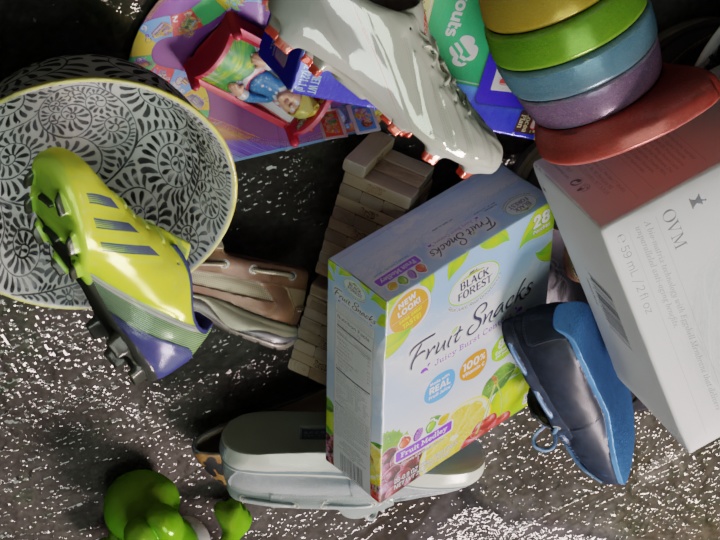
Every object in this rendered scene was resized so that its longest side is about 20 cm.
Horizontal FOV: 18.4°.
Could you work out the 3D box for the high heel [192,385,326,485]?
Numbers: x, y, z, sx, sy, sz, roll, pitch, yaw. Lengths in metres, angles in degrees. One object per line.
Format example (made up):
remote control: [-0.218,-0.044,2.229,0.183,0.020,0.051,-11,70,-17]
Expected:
high heel: [-0.032,0.108,1.712,0.142,0.071,0.200,14,132,-33]

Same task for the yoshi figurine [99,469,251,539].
yoshi figurine: [-0.150,0.221,1.780,0.112,0.113,0.200,15,154,21]

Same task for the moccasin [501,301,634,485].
moccasin: [0.155,0.086,1.641,0.068,0.081,0.200,-3,136,21]

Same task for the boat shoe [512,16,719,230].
boat shoe: [0.202,-0.097,1.596,0.200,0.073,0.074,-43,129,8]

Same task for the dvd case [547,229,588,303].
dvd case: [0.151,0.001,1.717,0.149,0.016,0.200,-24,134,3]

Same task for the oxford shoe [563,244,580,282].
oxford shoe: [0.239,-0.021,1.652,0.200,0.074,0.071,-11,112,-35]

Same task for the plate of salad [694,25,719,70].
plate of salad: [0.296,-0.108,1.597,0.200,0.048,0.200,-22,125,-35]

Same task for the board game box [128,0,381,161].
board game box: [-0.058,-0.131,1.512,0.200,0.039,0.158,-14,133,-7]

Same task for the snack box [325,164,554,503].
snack box: [0.056,0.045,1.598,0.169,0.068,0.200,-31,139,-31]

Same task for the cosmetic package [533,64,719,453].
cosmetic package: [0.257,-0.020,1.518,0.200,0.123,0.200,-29,121,-6]

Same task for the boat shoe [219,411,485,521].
boat shoe: [-0.007,0.151,1.683,0.200,0.070,0.072,3,127,2]

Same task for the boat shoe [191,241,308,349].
boat shoe: [-0.128,-0.008,1.588,0.200,0.076,0.072,23,90,-23]

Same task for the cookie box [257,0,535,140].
cookie box: [0.057,-0.187,1.457,0.200,0.075,0.171,9,114,-26]

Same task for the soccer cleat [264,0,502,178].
soccer cleat: [0.028,-0.129,1.395,0.200,0.069,0.078,35,100,-30]

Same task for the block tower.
block tower: [0.000,0.000,1.619,0.058,0.054,0.200,23,125,12]

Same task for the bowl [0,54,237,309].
bowl: [-0.186,-0.077,1.477,0.200,0.094,0.201,-6,133,-6]

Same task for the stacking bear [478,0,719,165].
stacking bear: [0.124,-0.178,1.385,0.114,0.121,0.200,-32,114,-13]

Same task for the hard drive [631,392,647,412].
hard drive: [0.254,0.061,1.723,0.139,0.038,0.200,-14,163,-15]

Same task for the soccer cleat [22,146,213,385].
soccer cleat: [-0.156,-0.013,1.450,0.084,0.065,0.200,-37,132,-17]
